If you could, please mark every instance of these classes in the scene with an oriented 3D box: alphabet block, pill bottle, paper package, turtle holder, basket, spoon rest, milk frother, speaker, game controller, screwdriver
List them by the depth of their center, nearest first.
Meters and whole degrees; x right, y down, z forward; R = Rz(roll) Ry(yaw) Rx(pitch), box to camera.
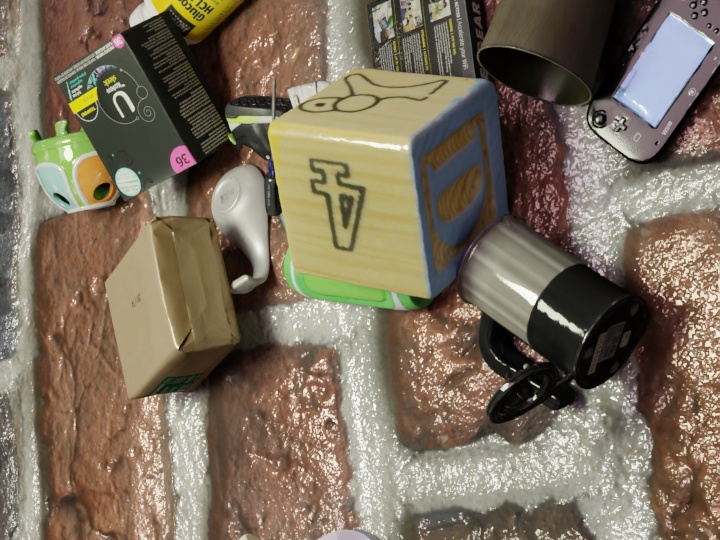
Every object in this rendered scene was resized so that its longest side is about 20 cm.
[{"bbox_3d":[0.173,0.058,1.468,0.188,0.199,0.182,36,109,36],"label":"milk frother"},{"bbox_3d":[0.335,-0.219,1.479,0.104,0.042,0.201,44,111,34],"label":"game controller"},{"bbox_3d":[0.227,-0.311,1.512,0.134,0.180,0.203,18,85,18],"label":"basket"},{"bbox_3d":[0.037,-0.107,1.553,0.198,0.195,0.199,11,122,34],"label":"alphabet block"},{"bbox_3d":[0.000,0.000,1.684,0.198,0.088,0.090,6,87,38],"label":"speaker"},{"bbox_3d":[-0.117,-0.164,1.780,0.029,0.028,0.203,39,137,49],"label":"screwdriver"},{"bbox_3d":[-0.257,0.054,1.824,0.200,0.102,0.193,-41,57,52],"label":"paper package"},{"bbox_3d":[-0.161,-0.055,1.845,0.099,0.060,0.202,-29,53,30],"label":"spoon rest"},{"bbox_3d":[-0.235,-0.395,1.908,0.199,0.112,0.113,-38,62,28],"label":"pill bottle"},{"bbox_3d":[-0.430,-0.153,2.012,0.183,0.141,0.134,-10,94,27],"label":"turtle holder"}]

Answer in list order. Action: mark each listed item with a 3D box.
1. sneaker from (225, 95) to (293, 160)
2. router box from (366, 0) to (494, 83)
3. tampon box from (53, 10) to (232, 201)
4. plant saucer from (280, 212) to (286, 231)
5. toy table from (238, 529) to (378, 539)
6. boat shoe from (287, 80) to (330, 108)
[{"bbox_3d":[-0.100,-0.185,1.816,0.198,0.071,0.084,14,121,38],"label":"sneaker"},{"bbox_3d":[0.088,-0.256,1.672,0.148,0.051,0.203,-15,74,34],"label":"router box"},{"bbox_3d":[-0.298,-0.229,1.872,0.149,0.126,0.202,-23,102,34],"label":"tampon box"},{"bbox_3d":[-0.030,-0.101,1.765,0.199,0.019,0.071,-38,62,29],"label":"plant saucer"},{"bbox_3d":[-0.070,0.402,1.660,0.184,0.116,0.201,45,111,34],"label":"toy table"},{"bbox_3d":[-0.057,-0.139,1.699,0.064,0.074,0.203,-7,74,1],"label":"boat shoe"}]
